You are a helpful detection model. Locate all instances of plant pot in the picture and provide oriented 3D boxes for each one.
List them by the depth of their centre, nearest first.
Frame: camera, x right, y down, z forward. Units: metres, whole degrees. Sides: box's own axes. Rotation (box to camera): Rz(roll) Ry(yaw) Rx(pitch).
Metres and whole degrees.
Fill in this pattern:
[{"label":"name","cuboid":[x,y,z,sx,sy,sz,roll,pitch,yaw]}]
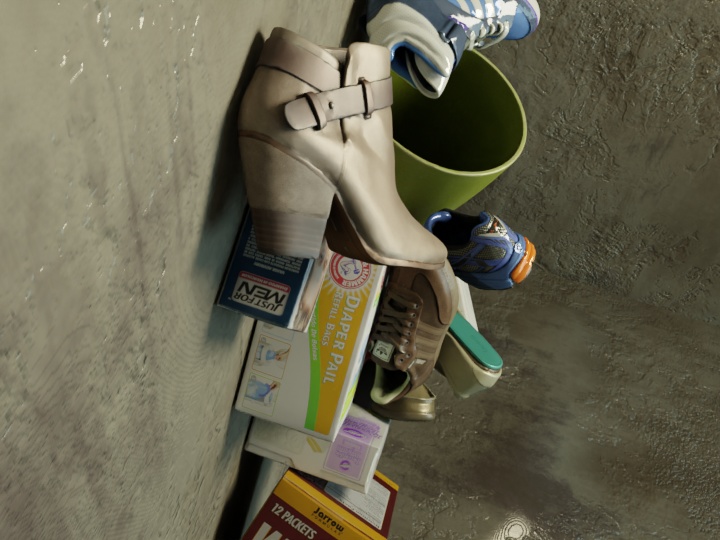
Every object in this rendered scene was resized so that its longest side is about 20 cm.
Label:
[{"label":"plant pot","cuboid":[0.049,-0.120,0.863,0.200,0.186,0.188,-56,-170,52]}]

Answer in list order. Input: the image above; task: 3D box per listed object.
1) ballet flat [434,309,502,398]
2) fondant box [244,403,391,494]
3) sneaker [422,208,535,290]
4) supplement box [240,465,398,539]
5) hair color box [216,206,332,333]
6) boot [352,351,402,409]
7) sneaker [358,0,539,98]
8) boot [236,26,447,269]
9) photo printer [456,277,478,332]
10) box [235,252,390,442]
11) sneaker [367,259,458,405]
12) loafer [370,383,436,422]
[{"label":"ballet flat","cuboid":[0.079,0.055,0.878,0.201,0.069,0.070,59,-25,32]},{"label":"fondant box","cuboid":[-0.041,0.187,0.953,0.200,0.143,0.059,-30,139,-81]},{"label":"sneaker","cuboid":[0.079,-0.028,0.809,0.079,0.199,0.076,49,53,-32]},{"label":"supplement box","cuboid":[-0.068,0.328,0.939,0.198,0.132,0.200,-57,176,6]},{"label":"hair color box","cuboid":[-0.045,-0.055,0.634,0.100,0.060,0.202,52,56,-82]},{"label":"boot","cuboid":[-0.006,0.047,0.885,0.072,0.143,0.202,-38,144,-76]},{"label":"sneaker","cuboid":[0.092,-0.225,0.786,0.080,0.199,0.148,-20,-119,56]},{"label":"boot","cuboid":[0.001,-0.079,0.551,0.199,0.070,0.148,4,95,-48]},{"label":"photo printer","cuboid":[0.037,0.053,0.975,0.070,0.199,0.167,54,22,-54]},{"label":"box","cuboid":[-0.038,0.043,0.776,0.112,0.101,0.202,-46,153,-78]},{"label":"sneaker","cuboid":[0.046,0.059,0.778,0.076,0.070,0.201,-43,148,-34]},{"label":"loafer","cuboid":[0.036,0.131,1.019,0.200,0.075,0.068,34,-63,60]}]
